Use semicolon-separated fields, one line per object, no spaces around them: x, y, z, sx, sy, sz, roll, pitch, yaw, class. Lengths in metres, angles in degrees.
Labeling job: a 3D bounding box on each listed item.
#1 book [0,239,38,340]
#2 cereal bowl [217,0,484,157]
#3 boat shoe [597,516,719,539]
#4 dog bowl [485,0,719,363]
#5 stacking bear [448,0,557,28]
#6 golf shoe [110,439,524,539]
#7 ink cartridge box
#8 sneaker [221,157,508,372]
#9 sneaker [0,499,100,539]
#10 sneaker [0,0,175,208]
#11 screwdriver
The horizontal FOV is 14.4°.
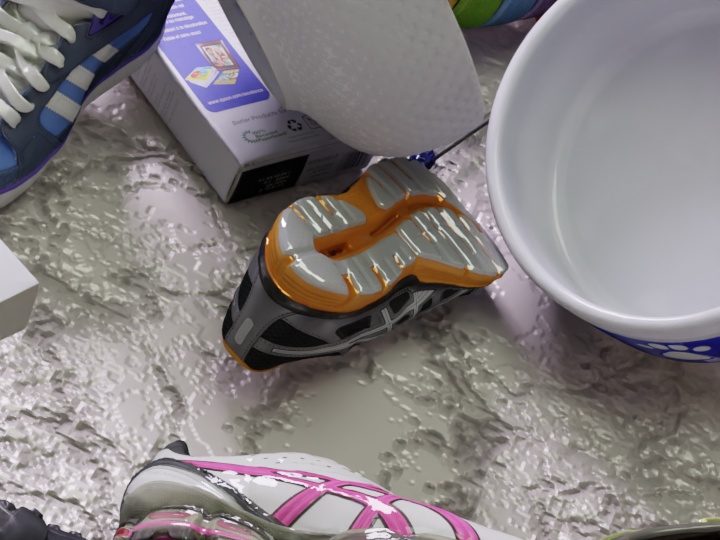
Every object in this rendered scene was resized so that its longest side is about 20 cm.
-0.255;-0.026;1.245;0.134;0.048;0.200;-27;64;-39;book
-0.022;-0.137;1.383;0.083;0.200;0.200;-30;60;-5;cereal bowl
0.119;0.152;1.294;0.202;0.060;0.072;-7;51;-31;boat shoe
0.167;-0.057;1.424;0.200;0.200;0.079;54;11;28;dog bowl
0.035;-0.181;1.550;0.200;0.114;0.122;-3;49;-27;stacking bear
-0.006;0.113;1.237;0.200;0.073;0.092;9;41;5;golf shoe
-0.080;-0.123;1.492;0.095;0.037;0.200;-16;59;-36;ink cartridge box
0.000;0.000;1.384;0.078;0.077;0.200;50;29;18;sneaker
-0.125;0.138;1.168;0.200;0.076;0.088;50;46;-1;sneaker
-0.154;-0.125;1.356;0.081;0.147;0.200;35;54;14;sneaker
0.044;-0.067;1.505;0.029;0.028;0.200;12;32;29;screwdriver
